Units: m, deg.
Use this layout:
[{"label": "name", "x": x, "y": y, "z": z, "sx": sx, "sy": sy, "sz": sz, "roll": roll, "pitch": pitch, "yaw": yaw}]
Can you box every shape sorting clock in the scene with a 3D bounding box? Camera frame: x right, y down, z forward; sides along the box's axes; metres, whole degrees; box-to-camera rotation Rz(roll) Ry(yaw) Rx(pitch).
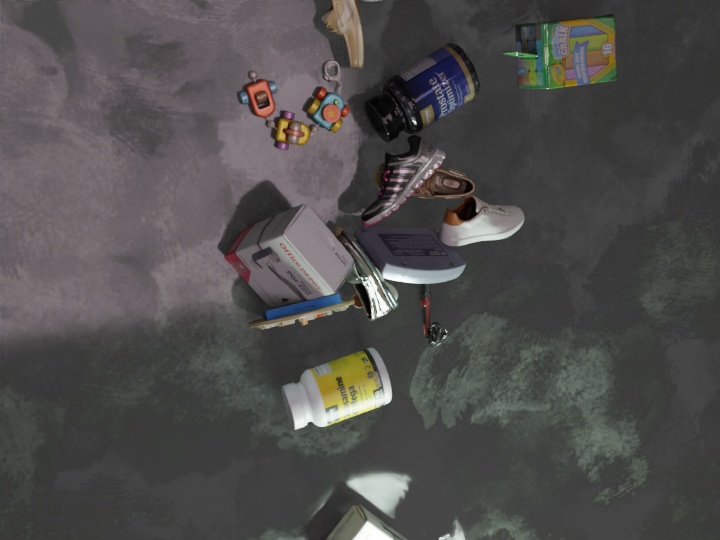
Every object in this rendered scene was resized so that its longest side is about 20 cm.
[{"label": "shape sorting clock", "x": -0.106, "y": 0.079, "z": 1.627, "sx": 0.197, "sy": 0.200, "sz": 0.040, "roll": -13, "pitch": 87, "yaw": -15}]

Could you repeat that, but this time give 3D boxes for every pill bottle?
[{"label": "pill bottle", "x": -0.047, "y": 0.232, "z": 1.726, "sx": 0.197, "sy": 0.112, "sz": 0.114, "roll": -18, "pitch": 107, "yaw": -13}, {"label": "pill bottle", "x": 0.112, "y": -0.323, "z": 1.652, "sx": 0.198, "sy": 0.112, "sz": 0.113, "roll": -33, "pitch": 110, "yaw": -9}]

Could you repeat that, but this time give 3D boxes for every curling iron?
[{"label": "curling iron", "x": 0.139, "y": 0.054, "z": 1.790, "sx": 0.049, "sy": 0.026, "sz": 0.204, "roll": -4, "pitch": 103, "yaw": 22}]

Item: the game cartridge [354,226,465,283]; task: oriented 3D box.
[{"label": "game cartridge", "x": 0.097, "y": -0.030, "z": 1.678, "sx": 0.197, "sy": 0.133, "sz": 0.041, "roll": 0, "pitch": 126, "yaw": -36}]

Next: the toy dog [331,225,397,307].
[{"label": "toy dog", "x": 0.000, "y": 0.000, "z": 1.697, "sx": 0.197, "sy": 0.096, "sz": 0.134, "roll": 15, "pitch": 98, "yaw": -20}]

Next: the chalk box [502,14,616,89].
[{"label": "chalk box", "x": 0.372, "y": -0.413, "z": 1.710, "sx": 0.196, "sy": 0.124, "sz": 0.126, "roll": -10, "pitch": 105, "yaw": -14}]

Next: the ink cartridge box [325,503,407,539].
[{"label": "ink cartridge box", "x": 0.027, "y": 0.599, "z": 1.842, "sx": 0.199, "sy": 0.085, "sz": 0.146, "roll": 40, "pitch": 88, "yaw": -20}]

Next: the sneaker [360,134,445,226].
[{"label": "sneaker", "x": 0.062, "y": -0.170, "z": 1.650, "sx": 0.087, "sy": 0.074, "sz": 0.200, "roll": 44, "pitch": 93, "yaw": -4}]

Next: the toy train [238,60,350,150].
[{"label": "toy train", "x": -0.111, "y": -0.300, "z": 1.616, "sx": 0.197, "sy": 0.056, "sz": 0.153, "roll": -18, "pitch": 108, "yaw": -13}]

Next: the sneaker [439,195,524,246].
[{"label": "sneaker", "x": 0.245, "y": -0.108, "z": 1.742, "sx": 0.197, "sy": 0.073, "sz": 0.086, "roll": -17, "pitch": 129, "yaw": -30}]

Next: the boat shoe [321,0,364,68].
[{"label": "boat shoe", "x": -0.037, "y": -0.459, "z": 1.601, "sx": 0.068, "sy": 0.074, "sz": 0.204, "roll": -12, "pitch": 105, "yaw": -2}]

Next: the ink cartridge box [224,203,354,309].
[{"label": "ink cartridge box", "x": -0.128, "y": -0.020, "z": 1.591, "sx": 0.146, "sy": 0.199, "sz": 0.085, "roll": 48, "pitch": 52, "yaw": -20}]

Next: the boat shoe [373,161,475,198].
[{"label": "boat shoe", "x": 0.123, "y": -0.174, "z": 1.714, "sx": 0.196, "sy": 0.064, "sz": 0.073, "roll": 1, "pitch": 102, "yaw": -17}]

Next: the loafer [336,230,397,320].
[{"label": "loafer", "x": 0.002, "y": 0.016, "z": 1.626, "sx": 0.063, "sy": 0.072, "sz": 0.201, "roll": -39, "pitch": 127, "yaw": -6}]
